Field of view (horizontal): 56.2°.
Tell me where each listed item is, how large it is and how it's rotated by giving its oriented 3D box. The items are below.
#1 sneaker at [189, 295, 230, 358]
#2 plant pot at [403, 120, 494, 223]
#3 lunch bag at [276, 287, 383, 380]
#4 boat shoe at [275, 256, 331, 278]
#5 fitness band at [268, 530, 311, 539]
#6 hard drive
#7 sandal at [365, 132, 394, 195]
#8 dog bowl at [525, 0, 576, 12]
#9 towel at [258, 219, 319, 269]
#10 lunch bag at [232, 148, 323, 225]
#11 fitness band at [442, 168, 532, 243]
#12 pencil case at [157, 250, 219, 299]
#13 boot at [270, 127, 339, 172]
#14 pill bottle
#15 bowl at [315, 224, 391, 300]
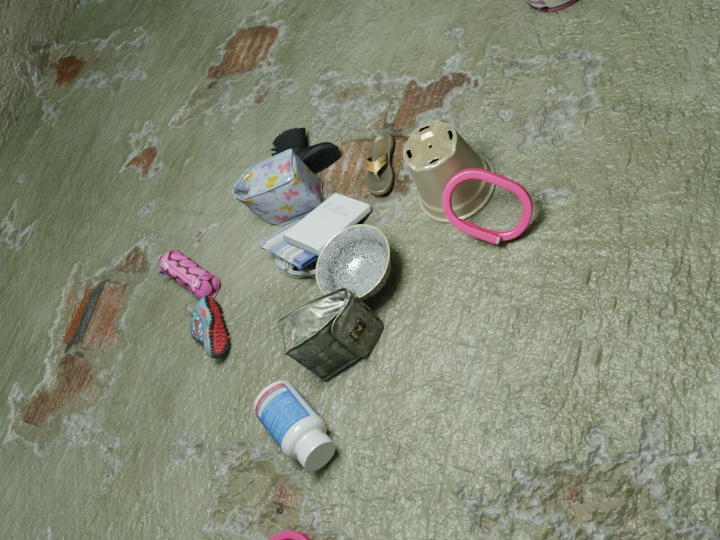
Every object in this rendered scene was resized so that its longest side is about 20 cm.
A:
[{"bbox_3d":[-0.407,0.166,1.796,0.095,0.079,0.201,-40,42,18],"label":"sneaker"},{"bbox_3d":[0.194,-0.243,1.580,0.199,0.183,0.202,-14,59,24],"label":"plant pot"},{"bbox_3d":[-0.059,0.138,1.535,0.199,0.164,0.118,-33,47,12],"label":"lunch bag"},{"bbox_3d":[-0.145,-0.019,1.735,0.201,0.065,0.075,15,72,35],"label":"boat shoe"},{"bbox_3d":[-0.156,0.647,1.397,0.143,0.037,0.201,-3,64,29],"label":"fitness band"},{"bbox_3d":[-0.085,-0.121,1.729,0.131,0.027,0.200,23,52,37],"label":"hard drive"},{"bbox_3d":[0.047,-0.286,1.774,0.080,0.054,0.201,-7,61,27],"label":"sandal"},{"bbox_3d":[0.504,-0.760,1.750,0.199,0.074,0.202,-15,57,24],"label":"dog bowl"},{"bbox_3d":[-0.156,-0.071,1.748,0.147,0.024,0.199,-35,37,-26],"label":"towel"},{"bbox_3d":[-0.225,-0.216,1.823,0.199,0.170,0.128,-22,57,20],"label":"lunch bag"},{"bbox_3d":[0.278,-0.142,1.486,0.199,0.037,0.145,21,114,6],"label":"fitness band"},{"bbox_3d":[-0.488,0.012,1.905,0.199,0.094,0.091,26,79,37],"label":"pencil case"},{"bbox_3d":[-0.161,-0.347,1.925,0.197,0.073,0.163,-28,50,16],"label":"boot"},{"bbox_3d":[-0.145,0.348,1.505,0.112,0.112,0.200,-48,50,-1],"label":"pill bottle"},{"bbox_3d":[0.000,0.000,1.620,0.199,0.094,0.202,-15,57,24],"label":"bowl"}]
